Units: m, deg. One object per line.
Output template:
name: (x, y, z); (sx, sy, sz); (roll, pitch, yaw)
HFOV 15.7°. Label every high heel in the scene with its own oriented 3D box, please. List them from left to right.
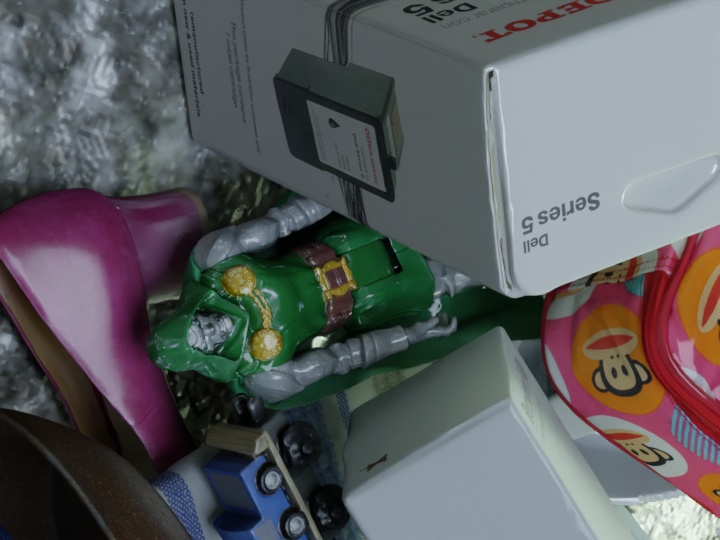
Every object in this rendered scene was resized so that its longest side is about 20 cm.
high heel: (-0.096, 0.069, 0.949); (0.096, 0.067, 0.201); (-10, 108, -43)

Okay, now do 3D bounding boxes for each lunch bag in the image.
lunch bag: (0.169, 0.000, 1.026); (0.176, 0.082, 0.200); (37, 60, -30)

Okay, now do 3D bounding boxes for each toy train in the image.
toy train: (-0.008, 0.133, 0.942); (0.046, 0.034, 0.200); (-38, 115, -30)

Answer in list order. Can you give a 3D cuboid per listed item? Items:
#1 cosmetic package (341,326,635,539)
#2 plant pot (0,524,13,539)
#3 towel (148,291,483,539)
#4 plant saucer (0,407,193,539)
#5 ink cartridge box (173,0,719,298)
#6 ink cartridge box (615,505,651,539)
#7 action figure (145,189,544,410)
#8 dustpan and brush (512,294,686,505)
cosmetic package: (0.074, 0.130, 0.942); (0.071, 0.101, 0.200); (-31, 101, 8)
plant pot: (-0.173, 0.202, 0.872); (0.179, 0.200, 0.200); (-23, 118, -20)
towel: (0.000, 0.106, 0.992); (0.200, 0.024, 0.147); (-32, 111, -44)
plant saucer: (-0.081, 0.132, 0.902); (0.037, 0.200, 0.201); (-26, 120, -25)
ink cartridge box: (0.046, -0.075, 0.919); (0.145, 0.200, 0.084); (-21, 118, -29)
ink cartridge box: (0.129, 0.210, 1.074); (0.047, 0.200, 0.160); (-31, 110, 21)
action figure: (0.000, 0.000, 0.968); (0.200, 0.055, 0.118); (-24, 86, -39)
dustpan and brush: (0.085, 0.058, 1.082); (0.200, 0.057, 0.140); (-26, 116, 10)
